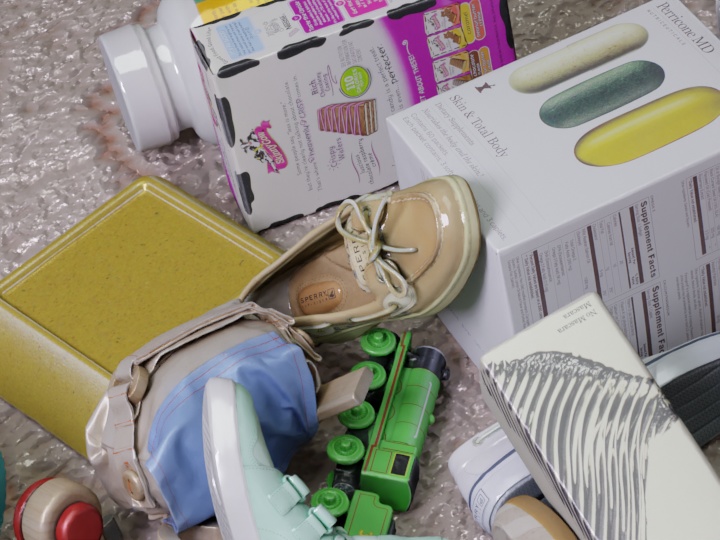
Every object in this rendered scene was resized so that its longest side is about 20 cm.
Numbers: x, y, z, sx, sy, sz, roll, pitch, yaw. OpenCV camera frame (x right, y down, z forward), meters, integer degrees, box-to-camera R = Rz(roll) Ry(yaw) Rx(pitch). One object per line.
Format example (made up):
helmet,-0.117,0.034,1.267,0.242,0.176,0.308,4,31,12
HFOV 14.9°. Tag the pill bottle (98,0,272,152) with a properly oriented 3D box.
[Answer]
pill bottle,-0.070,-0.151,1.860,0.199,0.113,0.113,-20,43,-7

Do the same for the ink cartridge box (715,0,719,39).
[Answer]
ink cartridge box,0.342,-0.190,1.824,0.199,0.084,0.146,0,44,14

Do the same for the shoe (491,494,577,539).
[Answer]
shoe,0.105,0.198,1.474,0.053,0.070,0.200,-14,44,-14

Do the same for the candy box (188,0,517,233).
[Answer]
candy box,0.001,-0.122,1.795,0.199,0.137,0.061,-20,41,-9

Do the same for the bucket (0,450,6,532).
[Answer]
bucket,-0.301,0.142,1.541,0.134,0.208,0.207,24,52,20

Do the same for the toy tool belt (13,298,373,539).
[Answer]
toy tool belt,-0.093,0.106,1.581,0.123,0.125,0.200,17,50,45

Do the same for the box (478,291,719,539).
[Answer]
box,0.147,0.118,1.495,0.082,0.068,0.200,-30,68,-8

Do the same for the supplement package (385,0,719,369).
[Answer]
supplement package,0.144,-0.037,1.657,0.199,0.151,0.152,-24,43,-13

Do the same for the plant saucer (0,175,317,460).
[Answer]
plant saucer,-0.138,0.021,1.741,0.200,0.049,0.200,-39,48,-26

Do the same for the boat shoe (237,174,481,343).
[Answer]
boat shoe,0.000,0.000,1.608,0.062,0.200,0.074,-2,70,-33

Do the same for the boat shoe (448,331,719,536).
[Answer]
boat shoe,0.141,0.078,1.591,0.199,0.074,0.067,-26,47,-14

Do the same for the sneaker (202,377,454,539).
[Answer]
sneaker,-0.013,0.142,1.509,0.118,0.074,0.201,-18,85,-8

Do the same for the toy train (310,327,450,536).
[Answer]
toy train,0.009,0.110,1.617,0.056,0.042,0.201,10,46,9
